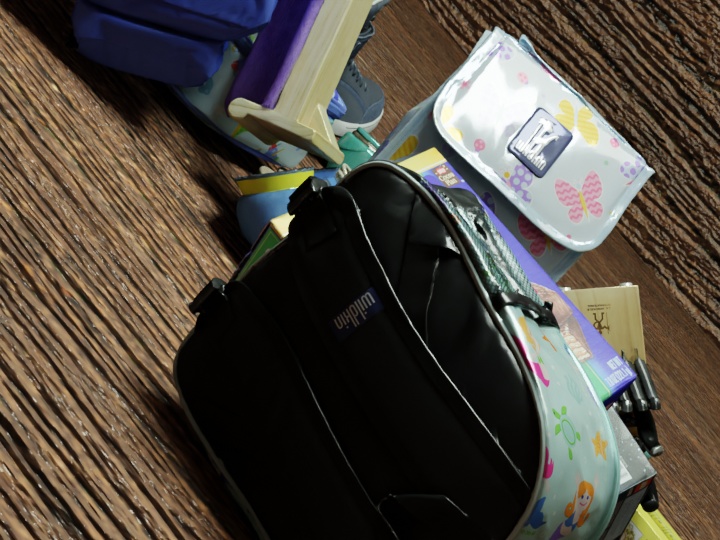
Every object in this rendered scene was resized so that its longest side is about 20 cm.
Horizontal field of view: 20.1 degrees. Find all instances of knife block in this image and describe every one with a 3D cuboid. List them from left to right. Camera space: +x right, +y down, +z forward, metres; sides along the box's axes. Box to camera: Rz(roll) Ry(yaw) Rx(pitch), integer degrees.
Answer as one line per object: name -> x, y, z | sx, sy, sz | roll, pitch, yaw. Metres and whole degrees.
knife block -> 0.176, 0.103, 1.511 | 0.200, 0.063, 0.177 | 118, -32, -83

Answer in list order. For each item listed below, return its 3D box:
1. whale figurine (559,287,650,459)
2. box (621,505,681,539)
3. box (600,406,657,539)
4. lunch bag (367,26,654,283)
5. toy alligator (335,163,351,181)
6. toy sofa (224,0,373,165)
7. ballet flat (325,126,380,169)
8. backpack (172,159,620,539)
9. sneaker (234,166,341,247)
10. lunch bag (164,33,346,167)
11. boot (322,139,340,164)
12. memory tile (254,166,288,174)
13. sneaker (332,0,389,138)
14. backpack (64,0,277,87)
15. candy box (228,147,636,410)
whale figurine -> 0.185, 0.087, 1.694 | 0.200, 0.104, 0.159 | 35, 16, -37
box -> 0.234, 0.239, 1.501 | 0.200, 0.050, 0.075 | 51, 12, 18
box -> 0.121, 0.091, 1.393 | 0.201, 0.037, 0.137 | 58, -18, 21
lunch bag -> 0.095, -0.060, 1.524 | 0.170, 0.200, 0.127 | 44, 10, -4
toy alligator -> 0.016, 0.019, 1.372 | 0.201, 0.054, 0.059 | 57, 18, -24
toy sofa -> -0.026, -0.182, 1.375 | 0.097, 0.201, 0.083 | 24, -2, 15
ballet flat -> 0.050, -0.033, 1.678 | 0.200, 0.071, 0.067 | 39, 5, -3
backpack -> 0.026, 0.075, 0.956 | 0.150, 0.177, 0.201 | 25, 28, -50
sneaker -> -0.044, -0.030, 1.371 | 0.200, 0.065, 0.079 | -34, 114, -83
lunch bag -> -0.108, -0.173, 1.533 | 0.200, 0.082, 0.161 | 50, 10, 27
boot -> 0.051, -0.060, 1.816 | 0.131, 0.068, 0.200 | 47, 8, 27
memory tile -> 0.000, 0.000, 1.528 | 0.200, 0.017, 0.153 | 48, 11, 6
sneaker -> -0.010, -0.191, 1.710 | 0.077, 0.147, 0.202 | 46, 21, 24
backpack -> -0.129, -0.224, 1.365 | 0.161, 0.169, 0.200 | 21, 18, -9
candy box -> 0.044, 0.038, 1.232 | 0.200, 0.077, 0.169 | 48, 42, 14
